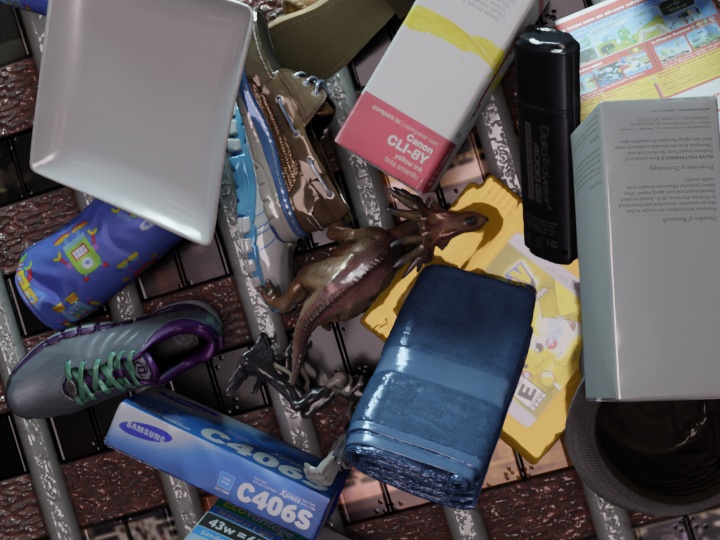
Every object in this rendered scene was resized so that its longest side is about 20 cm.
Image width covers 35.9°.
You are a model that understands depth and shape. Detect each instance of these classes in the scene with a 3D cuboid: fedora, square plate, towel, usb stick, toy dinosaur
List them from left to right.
[{"bbox_3d":[-0.181,-0.145,0.913,0.200,0.028,0.198,23,112,22],"label":"square plate"},{"bbox_3d":[0.000,0.000,0.906,0.086,0.136,0.200,49,66,-22],"label":"toy dinosaur"},{"bbox_3d":[0.067,0.087,0.886,0.112,0.049,0.200,19,53,9],"label":"towel"},{"bbox_3d":[0.149,-0.095,0.874,0.055,0.033,0.200,24,135,38],"label":"usb stick"},{"bbox_3d":[0.241,0.103,0.904,0.200,0.090,0.177,34,98,-23],"label":"fedora"}]

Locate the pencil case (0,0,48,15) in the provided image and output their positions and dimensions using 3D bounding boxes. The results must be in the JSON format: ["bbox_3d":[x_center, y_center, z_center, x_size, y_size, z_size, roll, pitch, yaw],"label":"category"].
[{"bbox_3d":[-0.230,-0.253,0.974,0.200,0.078,0.087,17,112,8],"label":"pencil case"}]

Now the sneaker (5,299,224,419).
[{"bbox_3d":[-0.215,0.079,0.967,0.200,0.088,0.074,-23,103,-8],"label":"sneaker"}]

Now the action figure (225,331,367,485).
[{"bbox_3d":[-0.011,0.132,0.957,0.200,0.119,0.102,25,87,16],"label":"action figure"}]

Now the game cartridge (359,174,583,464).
[{"bbox_3d":[0.129,0.040,0.966,0.200,0.032,0.176,39,98,4],"label":"game cartridge"}]

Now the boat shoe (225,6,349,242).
[{"bbox_3d":[-0.057,-0.127,0.913,0.072,0.072,0.200,-16,88,10],"label":"boat shoe"}]

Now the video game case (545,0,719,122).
[{"bbox_3d":[0.235,-0.146,0.889,0.143,0.017,0.200,-20,56,10],"label":"video game case"}]

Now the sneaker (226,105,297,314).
[{"bbox_3d":[-0.065,-0.063,0.972,0.087,0.075,0.200,-9,92,4],"label":"sneaker"}]

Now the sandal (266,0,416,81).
[{"bbox_3d":[-0.023,-0.230,0.960,0.212,0.078,0.070,-27,47,31],"label":"sandal"}]

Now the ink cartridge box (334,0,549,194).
[{"bbox_3d":[0.072,-0.168,0.904,0.083,0.145,0.200,31,98,5],"label":"ink cartridge box"}]

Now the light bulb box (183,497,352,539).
[{"bbox_3d":[-0.073,0.304,0.920,0.198,0.200,0.125,24,110,7],"label":"light bulb box"}]

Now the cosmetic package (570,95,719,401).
[{"bbox_3d":[0.198,-0.010,0.769,0.085,0.108,0.200,-3,86,-1],"label":"cosmetic package"}]

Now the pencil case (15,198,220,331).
[{"bbox_3d":[-0.219,-0.034,0.993,0.200,0.078,0.087,-39,97,9],"label":"pencil case"}]

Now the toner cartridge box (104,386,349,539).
[{"bbox_3d":[-0.115,0.166,0.982,0.200,0.095,0.043,23,96,7],"label":"toner cartridge box"}]
